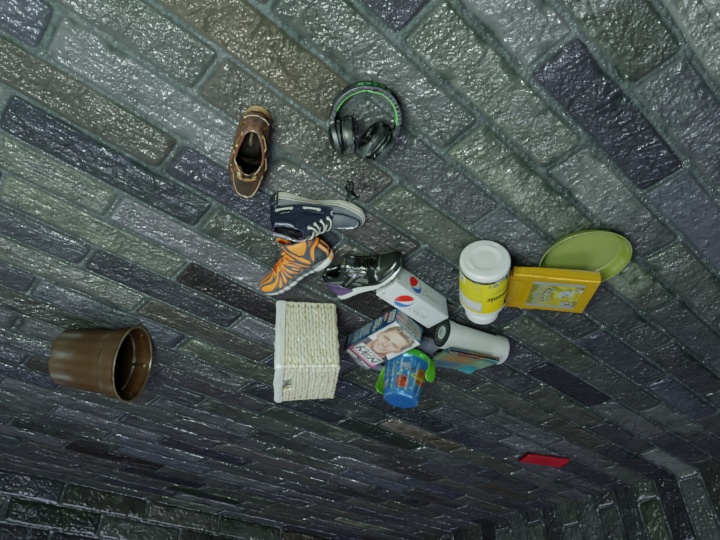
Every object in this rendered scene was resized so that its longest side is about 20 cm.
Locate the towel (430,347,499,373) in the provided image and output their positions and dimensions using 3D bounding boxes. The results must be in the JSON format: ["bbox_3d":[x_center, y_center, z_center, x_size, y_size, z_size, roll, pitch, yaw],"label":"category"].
[{"bbox_3d":[0.271,0.247,1.493,0.145,0.022,0.200,12,160,-8],"label":"towel"}]

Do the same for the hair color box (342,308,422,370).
[{"bbox_3d":[0.058,0.185,1.466,0.100,0.061,0.200,42,127,-20],"label":"hair color box"}]

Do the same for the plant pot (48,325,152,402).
[{"bbox_3d":[-0.692,0.238,1.460,0.197,0.201,0.201,5,142,6],"label":"plant pot"}]

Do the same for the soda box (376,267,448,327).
[{"bbox_3d":[0.126,0.062,1.330,0.068,0.064,0.200,-31,133,32],"label":"soda box"}]

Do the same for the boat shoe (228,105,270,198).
[{"bbox_3d":[-0.205,-0.199,0.999,0.070,0.071,0.201,7,142,-11],"label":"boat shoe"}]

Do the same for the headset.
[{"bbox_3d":[0.001,-0.221,0.952,0.122,0.094,0.201,9,129,-11],"label":"headset"}]

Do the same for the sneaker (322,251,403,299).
[{"bbox_3d":[0.000,0.000,1.247,0.199,0.076,0.088,-26,129,28],"label":"sneaker"}]

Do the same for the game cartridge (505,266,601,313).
[{"bbox_3d":[0.439,0.048,1.294,0.198,0.033,0.177,3,152,8],"label":"game cartridge"}]

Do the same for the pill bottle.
[{"bbox_3d":[0.281,0.035,1.258,0.110,0.112,0.201,-5,142,6],"label":"pill bottle"}]

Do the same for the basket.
[{"bbox_3d":[-0.143,0.206,1.409,0.159,0.201,0.199,0,142,-10],"label":"basket"}]

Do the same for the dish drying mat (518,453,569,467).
[{"bbox_3d":[0.754,0.778,2.261,0.198,0.018,0.077,12,139,-13],"label":"dish drying mat"}]

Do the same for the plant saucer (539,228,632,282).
[{"bbox_3d":[0.502,-0.031,1.240,0.198,0.031,0.201,0,142,0],"label":"plant saucer"}]

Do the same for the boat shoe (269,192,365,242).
[{"bbox_3d":[-0.088,-0.093,1.111,0.198,0.093,0.075,7,141,-9],"label":"boat shoe"}]

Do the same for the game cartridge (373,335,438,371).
[{"bbox_3d":[0.118,0.242,1.579,0.129,0.039,0.200,17,138,-26],"label":"game cartridge"}]

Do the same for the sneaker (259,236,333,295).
[{"bbox_3d":[-0.167,-0.027,1.221,0.199,0.078,0.112,-31,129,18],"label":"sneaker"}]

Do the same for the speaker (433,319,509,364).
[{"bbox_3d":[0.300,0.193,1.479,0.199,0.082,0.081,18,138,-21],"label":"speaker"}]

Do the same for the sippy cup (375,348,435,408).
[{"bbox_3d":[0.120,0.299,1.501,0.139,0.131,0.178,15,145,1],"label":"sippy cup"}]
